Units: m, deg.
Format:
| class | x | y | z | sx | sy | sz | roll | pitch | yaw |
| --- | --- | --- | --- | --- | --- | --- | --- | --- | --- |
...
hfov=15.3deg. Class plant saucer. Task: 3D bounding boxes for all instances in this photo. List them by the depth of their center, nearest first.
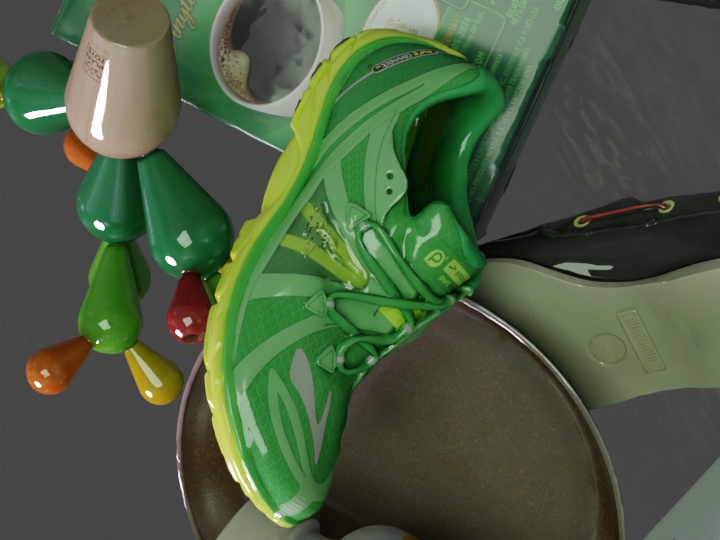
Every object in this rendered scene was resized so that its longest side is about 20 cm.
| class | x | y | z | sx | sy | sz | roll | pitch | yaw |
| --- | --- | --- | --- | --- | --- | --- | --- | --- | --- |
| plant saucer | 0.019 | 0.088 | 1.107 | 0.200 | 0.032 | 0.201 | 11 | 116 | 23 |

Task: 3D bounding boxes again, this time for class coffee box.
| class | x | y | z | sx | sy | sz | roll | pitch | yaw |
| --- | --- | --- | --- | --- | --- | --- | --- | --- | --- |
| coffee box | -0.016 | -0.109 | 1.105 | 0.200 | 0.044 | 0.123 | 26 | 103 | 10 |

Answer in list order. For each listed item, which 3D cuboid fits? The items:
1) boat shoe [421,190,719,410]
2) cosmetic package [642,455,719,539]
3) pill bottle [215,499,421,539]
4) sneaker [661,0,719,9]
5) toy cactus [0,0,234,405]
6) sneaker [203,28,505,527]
| class | x | y | z | sx | sy | sz | roll | pitch | yaw |
| --- | --- | --- | --- | --- | --- | --- | --- | --- | --- |
| boat shoe | 0.104 | 0.010 | 1.083 | 0.201 | 0.063 | 0.074 | -6 | 122 | 29 |
| cosmetic package | 0.217 | 0.096 | 1.031 | 0.151 | 0.052 | 0.200 | 35 | 107 | -22 |
| pill bottle | 0.026 | 0.172 | 1.055 | 0.200 | 0.112 | 0.113 | 29 | 104 | 11 |
| sneaker | 0.087 | -0.168 | 1.056 | 0.200 | 0.076 | 0.091 | 28 | 99 | 9 |
| toy cactus | -0.106 | -0.042 | 1.068 | 0.200 | 0.102 | 0.165 | 53 | 151 | 30 |
| sneaker | 0.000 | 0.000 | 1.017 | 0.083 | 0.074 | 0.200 | 9 | 74 | 31 |
